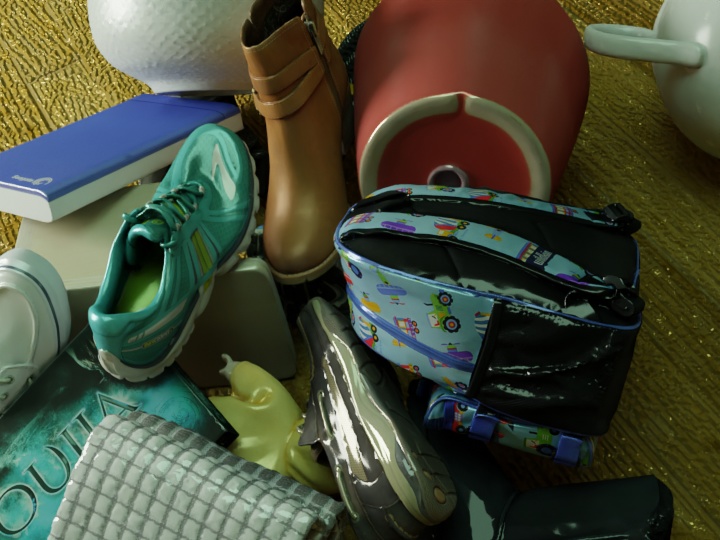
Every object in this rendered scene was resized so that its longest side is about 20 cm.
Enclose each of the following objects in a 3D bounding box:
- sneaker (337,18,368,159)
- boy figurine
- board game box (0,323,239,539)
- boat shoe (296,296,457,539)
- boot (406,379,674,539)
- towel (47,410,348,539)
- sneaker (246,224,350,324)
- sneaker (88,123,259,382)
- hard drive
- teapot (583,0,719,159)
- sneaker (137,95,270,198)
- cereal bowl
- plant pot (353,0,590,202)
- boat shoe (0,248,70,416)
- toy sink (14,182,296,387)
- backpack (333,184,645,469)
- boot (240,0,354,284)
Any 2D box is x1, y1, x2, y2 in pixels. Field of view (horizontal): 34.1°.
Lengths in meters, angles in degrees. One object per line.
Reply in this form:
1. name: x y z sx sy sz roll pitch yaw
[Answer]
1. sneaker: -0.017 -0.151 1.063 0.070 0.090 0.201 40 57 -6
2. boy figurine: -0.085 0.123 0.844 0.197 0.064 0.126 -1 74 8
3. board game box: -0.197 0.137 0.818 0.200 0.028 0.135 -46 69 0
4. boat shoe: -0.010 0.096 0.768 0.073 0.074 0.201 -39 41 9
5. boot: 0.117 0.154 0.774 0.166 0.077 0.202 -8 51 6
6. towel: -0.111 0.207 0.722 0.164 0.085 0.202 21 95 19
7. sneaker: 0.000 0.000 0.952 0.198 0.079 0.090 14 34 18
8. sneaker: -0.126 -0.022 0.802 0.077 0.080 0.202 11 61 15
9. hard drive: -0.210 -0.097 0.952 0.131 0.026 0.199 12 33 39
10. teapot: 0.310 -0.185 0.974 0.198 0.200 0.146 -48 33 -7
11. sneaker: -0.121 -0.125 1.071 0.113 0.077 0.201 4 53 12
12. cereal bowl: -0.127 -0.191 0.986 0.197 0.085 0.200 -2 6 0
13. plant pot: 0.078 -0.110 0.907 0.198 0.202 0.178 0 34 11
14. boat shoe: -0.260 0.076 0.847 0.073 0.201 0.067 24 39 1
15. toy sink: -0.154 0.010 0.921 0.197 0.131 0.113 -7 47 7
16. backpack: 0.078 0.023 0.775 0.197 0.136 0.183 13 23 7
17. boot: -0.048 -0.107 0.876 0.076 0.156 0.202 3 53 19
